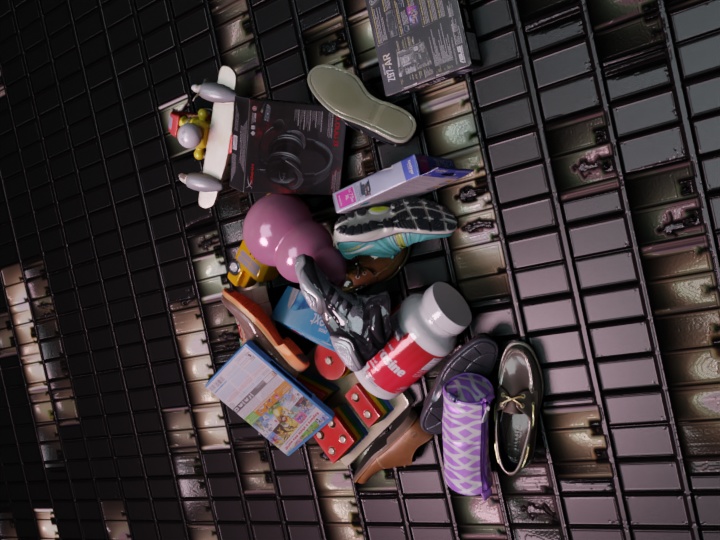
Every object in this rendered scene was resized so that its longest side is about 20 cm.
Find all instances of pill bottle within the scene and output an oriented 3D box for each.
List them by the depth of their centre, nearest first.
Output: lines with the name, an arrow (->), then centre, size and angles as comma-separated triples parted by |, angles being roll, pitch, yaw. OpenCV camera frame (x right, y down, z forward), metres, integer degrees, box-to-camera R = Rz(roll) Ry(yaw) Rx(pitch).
pill bottle -> 0.083, 0.112, 1.308 | 0.200, 0.112, 0.113 | -45, 73, 31

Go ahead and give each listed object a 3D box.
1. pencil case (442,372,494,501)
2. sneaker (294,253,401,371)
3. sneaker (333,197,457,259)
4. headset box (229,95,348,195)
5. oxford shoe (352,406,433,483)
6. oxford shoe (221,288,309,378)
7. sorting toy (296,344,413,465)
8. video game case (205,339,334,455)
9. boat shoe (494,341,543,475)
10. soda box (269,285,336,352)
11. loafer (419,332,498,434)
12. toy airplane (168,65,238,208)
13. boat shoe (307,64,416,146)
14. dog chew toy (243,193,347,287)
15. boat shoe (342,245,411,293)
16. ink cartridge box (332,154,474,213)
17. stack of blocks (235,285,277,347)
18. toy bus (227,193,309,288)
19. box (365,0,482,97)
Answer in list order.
pencil case -> 0.172, 0.257, 1.263 | 0.085, 0.084, 0.203 | 22, 129, 38
sneaker -> -0.016, 0.046, 1.254 | 0.113, 0.075, 0.202 | -30, 87, 4
sneaker -> 0.056, -0.062, 1.295 | 0.197, 0.078, 0.080 | -7, 136, 2
headset box -> -0.111, -0.206, 1.352 | 0.077, 0.197, 0.151 | 28, 115, 58
oxford shoe -> 0.053, 0.320, 1.396 | 0.071, 0.072, 0.200 | 38, 126, -5
oxford shoe -> -0.181, 0.117, 1.409 | 0.073, 0.071, 0.200 | -44, 86, 10
sorting toy -> -0.039, 0.220, 1.438 | 0.199, 0.069, 0.200 | 51, 122, 17
video game case -> -0.160, 0.226, 1.418 | 0.200, 0.018, 0.143 | 42, 123, -8
boat shoe -> 0.239, 0.213, 1.243 | 0.071, 0.059, 0.203 | 6, 101, 23
soda box -> -0.072, 0.086, 1.387 | 0.199, 0.064, 0.068 | 16, 73, 54
loafer -> 0.150, 0.172, 1.303 | 0.071, 0.063, 0.201 | 22, 116, -16
toy airplane -> -0.268, -0.240, 1.476 | 0.198, 0.140, 0.202 | -28, 82, 34
boat shoe -> 0.002, -0.262, 1.312 | 0.197, 0.066, 0.075 | 27, 81, 7
dog chew toy -> -0.102, -0.039, 1.343 | 0.199, 0.124, 0.125 | 39, 118, 20
boat shoe -> 0.000, 0.000, 1.373 | 0.199, 0.068, 0.073 | -36, 76, 33
ink cartridge box -> 0.066, -0.138, 1.271 | 0.198, 0.119, 0.043 | -19, 82, 36
stack of blocks -> -0.188, 0.135, 1.500 | 0.115, 0.058, 0.203 | 168, 88, -73
toy bus -> -0.172, -0.051, 1.488 | 0.078, 0.065, 0.202 | 39, 117, 22
box -> 0.092, -0.391, 1.257 | 0.159, 0.043, 0.203 | -13, 90, 36
